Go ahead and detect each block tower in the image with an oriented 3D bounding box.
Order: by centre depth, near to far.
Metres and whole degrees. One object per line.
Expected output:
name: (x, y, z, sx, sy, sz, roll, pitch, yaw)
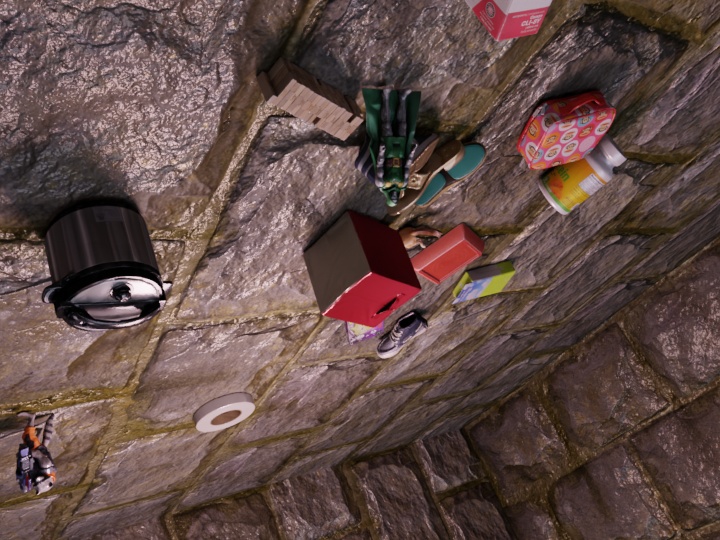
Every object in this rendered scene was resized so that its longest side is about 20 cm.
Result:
block tower: (-0.074, -0.275, 1.014, 0.058, 0.055, 0.198, -41, 151, 26)

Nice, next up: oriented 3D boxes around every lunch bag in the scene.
lunch bag: (0.458, -0.317, 1.379, 0.197, 0.083, 0.177, -15, 151, -19)

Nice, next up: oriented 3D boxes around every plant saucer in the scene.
plant saucer: (0.245, -0.035, 1.747, 0.199, 0.037, 0.199, -36, 152, 17)

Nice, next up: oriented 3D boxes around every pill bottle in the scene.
pill bottle: (0.558, -0.244, 1.564, 0.200, 0.112, 0.110, -42, 149, 28)

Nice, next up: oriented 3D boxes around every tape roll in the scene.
tape roll: (-0.439, 0.460, 2.020, 0.200, 0.037, 0.204, -20, 153, -11)

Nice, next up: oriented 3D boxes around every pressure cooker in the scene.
pressure cooker: (-0.426, 0.008, 1.041, 0.174, 0.202, 0.179, -25, 154, -2)

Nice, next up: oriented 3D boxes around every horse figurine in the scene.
horse figurine: (0.106, -0.059, 1.565, 0.199, 0.050, 0.132, -37, 157, 27)

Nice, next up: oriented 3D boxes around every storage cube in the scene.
storage cube: (0.000, 0.000, 1.420, 0.170, 0.202, 0.178, -40, 144, 28)

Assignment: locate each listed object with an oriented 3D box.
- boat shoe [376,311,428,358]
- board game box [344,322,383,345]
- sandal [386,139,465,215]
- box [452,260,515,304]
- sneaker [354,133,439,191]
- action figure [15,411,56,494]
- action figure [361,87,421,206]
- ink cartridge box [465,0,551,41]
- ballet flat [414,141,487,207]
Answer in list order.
boat shoe: (0.121, 0.205, 2.038, 0.199, 0.075, 0.093, -38, 145, 7)
board game box: (0.012, 0.161, 1.901, 0.119, 0.033, 0.201, -26, 153, -11)
sandal: (0.118, -0.211, 1.303, 0.211, 0.078, 0.070, -39, 131, 12)
box: (0.384, 0.039, 1.986, 0.197, 0.048, 0.123, -12, 150, -25)
sneaker: (0.068, -0.234, 1.213, 0.200, 0.108, 0.071, -45, 166, -37)
action figure: (-0.776, 0.436, 1.502, 0.103, 0.195, 0.201, -7, 148, -34)
action figure: (0.059, -0.216, 1.103, 0.116, 0.204, 0.055, -4, -168, -19)
ink cartridge box: (0.216, -0.450, 0.855, 0.082, 0.147, 0.201, -16, 152, -20)
ballet flat: (0.191, -0.214, 1.368, 0.199, 0.069, 0.063, -35, 180, 22)
